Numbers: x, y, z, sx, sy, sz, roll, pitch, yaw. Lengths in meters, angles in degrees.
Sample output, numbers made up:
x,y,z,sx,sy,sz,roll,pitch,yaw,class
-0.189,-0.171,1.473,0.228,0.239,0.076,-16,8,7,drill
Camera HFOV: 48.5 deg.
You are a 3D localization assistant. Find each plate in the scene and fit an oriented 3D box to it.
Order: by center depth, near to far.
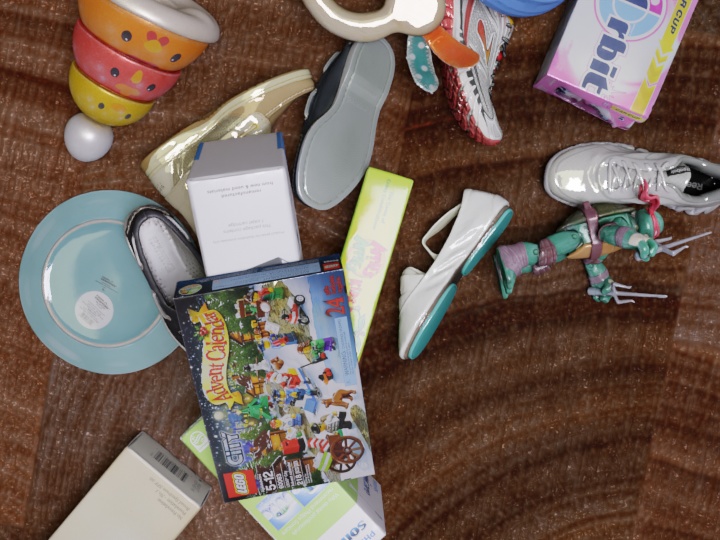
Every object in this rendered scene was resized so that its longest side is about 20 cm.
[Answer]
x,y,z,sx,sy,sz,roll,pitch,yaw,class
-0.269,0.013,0.856,0.200,0.026,0.201,0,92,-2,plate

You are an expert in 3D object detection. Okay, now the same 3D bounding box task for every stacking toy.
x,y,z,sx,sy,sz,roll,pitch,yaw,class
-0.245,-0.198,0.815,0.146,0.146,0.200,29,110,-2,stacking toy

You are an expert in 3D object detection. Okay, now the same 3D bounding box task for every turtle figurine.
x,y,z,sx,sy,sz,roll,pitch,yaw,class
0.240,-0.020,0.818,0.200,0.150,0.101,-12,64,6,turtle figurine

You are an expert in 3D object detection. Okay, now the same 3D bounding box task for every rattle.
x,y,z,sx,sy,sz,roll,pitch,yaw,class
0.027,-0.274,0.809,0.200,0.143,0.130,32,92,-14,rattle

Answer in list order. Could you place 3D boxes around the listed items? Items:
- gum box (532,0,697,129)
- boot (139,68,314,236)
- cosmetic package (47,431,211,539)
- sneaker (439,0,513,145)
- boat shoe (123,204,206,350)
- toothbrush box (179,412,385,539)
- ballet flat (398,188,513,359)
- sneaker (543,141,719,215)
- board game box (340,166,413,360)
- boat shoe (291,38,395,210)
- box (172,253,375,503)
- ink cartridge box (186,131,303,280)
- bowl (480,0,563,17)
x,y,z,sx,sy,sz,roll,pitch,yaw,class
0.271,-0.256,0.831,0.113,0.066,0.200,23,92,-1,gum box
-0.104,-0.102,0.831,0.200,0.073,0.156,-34,97,-6,boot
-0.263,0.283,0.844,0.103,0.073,0.200,39,90,-2,cosmetic package
0.124,-0.229,0.826,0.082,0.078,0.200,-10,93,-2,sneaker
-0.176,0.023,0.823,0.074,0.060,0.200,-28,106,-15,boat shoe
-0.072,0.196,0.806,0.086,0.146,0.200,-44,93,1,toothbrush box
0.084,-0.001,0.848,0.069,0.069,0.200,34,87,-2,ballet flat
0.294,-0.098,0.833,0.199,0.081,0.075,2,94,0,sneaker
0.000,0.000,0.821,0.048,0.102,0.200,17,92,-1,board game box
-0.023,-0.147,0.809,0.076,0.060,0.200,37,66,-28,boat shoe
-0.068,0.094,0.678,0.136,0.038,0.200,-11,113,-4,box
-0.095,-0.011,0.732,0.084,0.145,0.200,-8,112,-4,ink cartridge box
0.154,-0.346,0.757,0.200,0.039,0.201,0,90,-35,bowl
